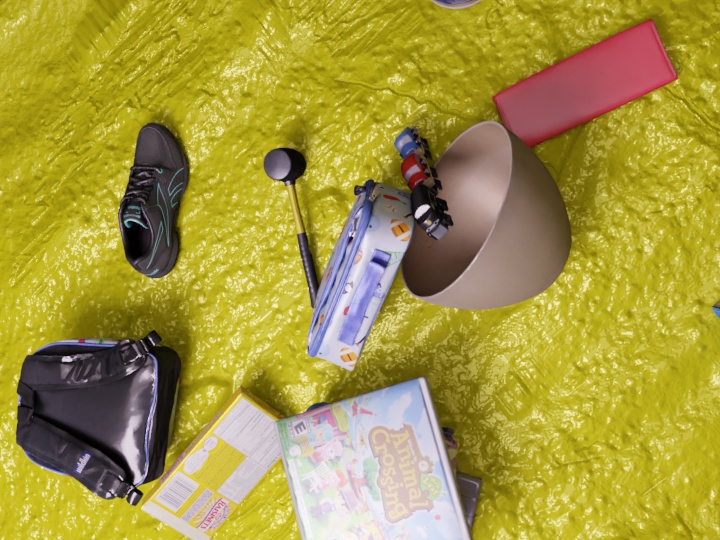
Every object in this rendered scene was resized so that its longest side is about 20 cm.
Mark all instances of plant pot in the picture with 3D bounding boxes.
[{"bbox_3d":[0.152,-0.040,0.824,0.133,0.200,0.203,24,95,-21],"label":"plant pot"}]

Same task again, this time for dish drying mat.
[{"bbox_3d":[0.258,-0.212,0.874,0.197,0.018,0.078,-24,84,11],"label":"dish drying mat"}]

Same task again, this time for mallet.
[{"bbox_3d":[-0.078,-0.054,0.927,0.040,0.066,0.205,-12,86,15],"label":"mallet"}]

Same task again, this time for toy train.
[{"bbox_3d":[0.065,-0.106,0.844,0.045,0.202,0.034,33,118,-27],"label":"toy train"}]

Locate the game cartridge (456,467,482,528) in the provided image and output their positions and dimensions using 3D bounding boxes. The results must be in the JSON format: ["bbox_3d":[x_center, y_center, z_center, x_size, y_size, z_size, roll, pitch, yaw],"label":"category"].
[{"bbox_3d":[0.038,0.283,0.908,0.196,0.038,0.133,13,96,14],"label":"game cartridge"}]

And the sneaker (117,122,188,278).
[{"bbox_3d":[-0.270,-0.093,0.970,0.074,0.079,0.205,-3,87,14],"label":"sneaker"}]

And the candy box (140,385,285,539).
[{"bbox_3d":[-0.174,0.247,0.940,0.102,0.026,0.201,38,98,-24],"label":"candy box"}]

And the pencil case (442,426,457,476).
[{"bbox_3d":[0.063,0.281,0.846,0.085,0.083,0.205,1,86,48],"label":"pencil case"}]

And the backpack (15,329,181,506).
[{"bbox_3d":[-0.326,0.168,0.940,0.186,0.154,0.205,8,83,7],"label":"backpack"}]

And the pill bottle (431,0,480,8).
[{"bbox_3d":[0.098,-0.376,0.823,0.108,0.200,0.114,0,88,13],"label":"pill bottle"}]

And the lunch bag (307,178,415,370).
[{"bbox_3d":[0.000,0.000,0.840,0.074,0.161,0.203,20,113,-4],"label":"lunch bag"}]

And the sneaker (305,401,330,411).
[{"bbox_3d":[-0.034,0.255,0.866,0.074,0.088,0.205,-15,82,18],"label":"sneaker"}]

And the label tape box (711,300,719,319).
[{"bbox_3d":[0.500,0.040,0.783,0.199,0.063,0.145,-38,81,11],"label":"label tape box"}]

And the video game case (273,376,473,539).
[{"bbox_3d":[0.014,0.236,0.802,0.178,0.022,0.204,-18,80,11],"label":"video game case"}]
